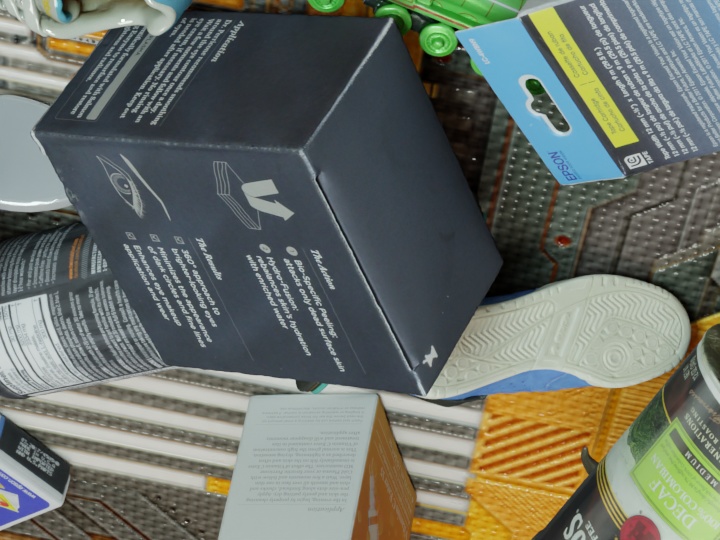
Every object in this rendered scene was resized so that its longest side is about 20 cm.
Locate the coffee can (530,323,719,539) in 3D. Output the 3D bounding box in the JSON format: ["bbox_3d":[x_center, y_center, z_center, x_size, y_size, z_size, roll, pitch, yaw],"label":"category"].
[{"bbox_3d":[0.218,0.154,1.753,0.146,0.147,0.200,28,116,-19],"label":"coffee can"}]

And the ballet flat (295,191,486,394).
[{"bbox_3d":[0.000,0.000,1.743,0.068,0.068,0.200,35,127,-12],"label":"ballet flat"}]

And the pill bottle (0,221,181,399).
[{"bbox_3d":[-0.191,0.024,1.782,0.199,0.106,0.106,-11,136,27],"label":"pill bottle"}]

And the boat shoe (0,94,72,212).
[{"bbox_3d":[-0.254,-0.068,1.727,0.199,0.071,0.070,2,168,8],"label":"boat shoe"}]

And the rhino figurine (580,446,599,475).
[{"bbox_3d":[0.236,0.157,1.869,0.199,0.060,0.088,25,120,-14],"label":"rhino figurine"}]

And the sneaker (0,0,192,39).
[{"bbox_3d":[-0.188,-0.179,1.551,0.199,0.081,0.077,5,143,11],"label":"sneaker"}]

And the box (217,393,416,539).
[{"bbox_3d":[-0.034,0.200,1.882,0.097,0.200,0.125,-1,140,16],"label":"box"}]

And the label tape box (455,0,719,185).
[{"bbox_3d":[0.174,-0.132,1.524,0.199,0.066,0.143,-14,135,27],"label":"label tape box"}]

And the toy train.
[{"bbox_3d":[0.035,-0.157,1.555,0.199,0.042,0.056,20,130,-11],"label":"toy train"}]

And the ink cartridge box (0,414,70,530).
[{"bbox_3d":[-0.348,0.136,2.013,0.200,0.047,0.198,-22,132,37],"label":"ink cartridge box"}]

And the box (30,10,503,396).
[{"bbox_3d":[-0.051,-0.041,1.605,0.199,0.118,0.197,6,138,35],"label":"box"}]

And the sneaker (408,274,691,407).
[{"bbox_3d":[0.104,0.044,1.764,0.199,0.077,0.111,-10,-177,-16],"label":"sneaker"}]
